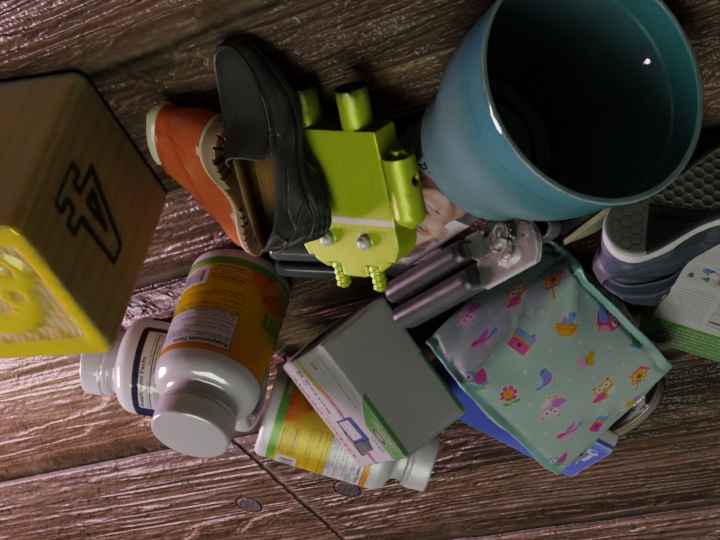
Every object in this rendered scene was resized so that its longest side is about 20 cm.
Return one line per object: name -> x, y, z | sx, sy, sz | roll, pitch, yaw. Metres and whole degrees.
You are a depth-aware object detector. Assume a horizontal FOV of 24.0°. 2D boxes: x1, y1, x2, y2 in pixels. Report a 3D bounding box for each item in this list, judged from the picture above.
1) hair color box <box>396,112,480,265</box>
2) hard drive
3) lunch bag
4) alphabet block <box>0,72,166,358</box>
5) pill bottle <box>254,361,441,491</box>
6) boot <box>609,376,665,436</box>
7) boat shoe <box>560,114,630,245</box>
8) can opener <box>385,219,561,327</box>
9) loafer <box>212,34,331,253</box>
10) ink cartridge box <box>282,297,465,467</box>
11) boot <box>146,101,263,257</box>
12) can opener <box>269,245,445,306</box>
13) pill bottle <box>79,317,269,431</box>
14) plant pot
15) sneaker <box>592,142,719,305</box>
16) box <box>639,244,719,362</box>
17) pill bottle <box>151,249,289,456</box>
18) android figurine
hair color box -> 0.072, -0.087, 1.577 | 0.100, 0.061, 0.200 | 32, 142, -20
hard drive -> 0.157, 0.150, 1.774 | 0.199, 0.025, 0.132 | 27, 158, -4
lunch bag -> 0.191, 0.089, 1.641 | 0.170, 0.122, 0.200 | -45, 122, 4
alphabet block -> -0.334, -0.050, 1.665 | 0.194, 0.201, 0.197 | -5, 140, 27
pill bottle -> -0.012, 0.183, 1.926 | 0.199, 0.112, 0.111 | 17, 144, -1
boot -> 0.205, 0.114, 1.784 | 0.150, 0.074, 0.199 | 38, 147, -28
boat shoe -> 0.226, -0.082, 1.526 | 0.063, 0.073, 0.201 | 56, 156, 10
can opener -> 0.109, -0.001, 1.596 | 0.067, 0.054, 0.200 | -5, 162, -41
loafer -> -0.091, -0.113, 1.529 | 0.073, 0.072, 0.201 | -18, 97, 46
ink cartridge box -> 0.010, 0.121, 1.758 | 0.146, 0.087, 0.200 | 53, 165, -2
boot -> -0.141, -0.093, 1.657 | 0.107, 0.075, 0.200 | 18, 152, 28
can opener -> 0.000, 0.000, 1.714 | 0.199, 0.067, 0.054 | 3, 142, 18
pill bottle -> -0.210, 0.113, 1.910 | 0.198, 0.112, 0.111 | 9, 144, 11
plant pot -> 0.147, -0.126, 1.394 | 0.199, 0.201, 0.188 | 27, 157, -15
sneaker -> 0.299, -0.041, 1.508 | 0.201, 0.077, 0.146 | -21, 158, -8
box -> 0.366, 0.022, 1.629 | 0.143, 0.037, 0.200 | 17, 143, -1
pill bottle -> -0.149, 0.088, 1.762 | 0.110, 0.201, 0.111 | 11, 144, 8
android figurine -> -0.014, -0.075, 1.560 | 0.181, 0.041, 0.201 | 8, 118, 38
